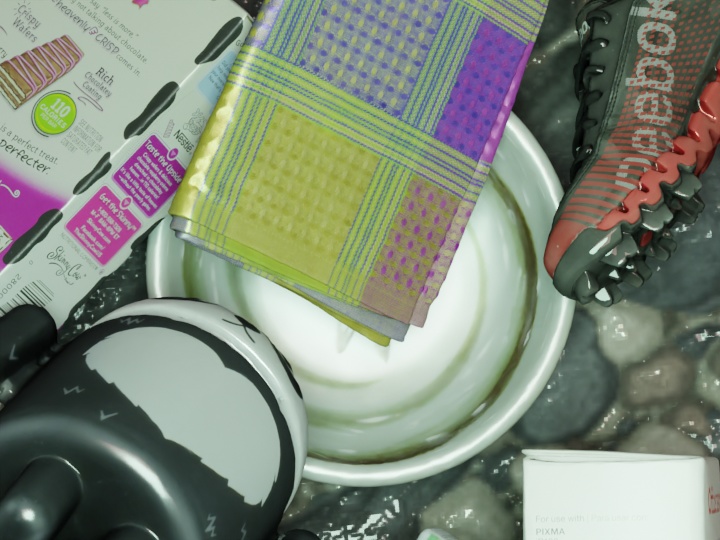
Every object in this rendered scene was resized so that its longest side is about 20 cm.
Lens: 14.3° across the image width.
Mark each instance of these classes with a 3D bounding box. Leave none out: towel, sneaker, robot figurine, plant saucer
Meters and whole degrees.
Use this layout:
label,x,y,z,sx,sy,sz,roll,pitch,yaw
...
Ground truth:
label,x,y,z,sx,sy,sz,roll,pitch,yaw
towel,0.003,-0.079,1.279,0.143,0.023,0.201,25,86,-32
sneaker,0.127,-0.071,1.324,0.098,0.071,0.201,31,62,9
robot figurine,-0.097,0.089,1.213,0.124,0.200,0.151,-8,109,24
plant saucer,0.000,0.000,1.339,0.199,0.050,0.201,0,85,-3

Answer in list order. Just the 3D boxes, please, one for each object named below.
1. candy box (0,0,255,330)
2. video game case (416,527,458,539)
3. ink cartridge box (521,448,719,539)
label,x,y,z,sx,sy,sz,roll,pitch,yaw
candy box,-0.146,-0.062,1.301,0.200,0.061,0.136,-46,54,-4
video game case,0.053,0.240,1.206,0.182,0.022,0.201,33,101,24
ink cartridge box,0.119,0.180,1.278,0.082,0.146,0.201,-1,86,10
